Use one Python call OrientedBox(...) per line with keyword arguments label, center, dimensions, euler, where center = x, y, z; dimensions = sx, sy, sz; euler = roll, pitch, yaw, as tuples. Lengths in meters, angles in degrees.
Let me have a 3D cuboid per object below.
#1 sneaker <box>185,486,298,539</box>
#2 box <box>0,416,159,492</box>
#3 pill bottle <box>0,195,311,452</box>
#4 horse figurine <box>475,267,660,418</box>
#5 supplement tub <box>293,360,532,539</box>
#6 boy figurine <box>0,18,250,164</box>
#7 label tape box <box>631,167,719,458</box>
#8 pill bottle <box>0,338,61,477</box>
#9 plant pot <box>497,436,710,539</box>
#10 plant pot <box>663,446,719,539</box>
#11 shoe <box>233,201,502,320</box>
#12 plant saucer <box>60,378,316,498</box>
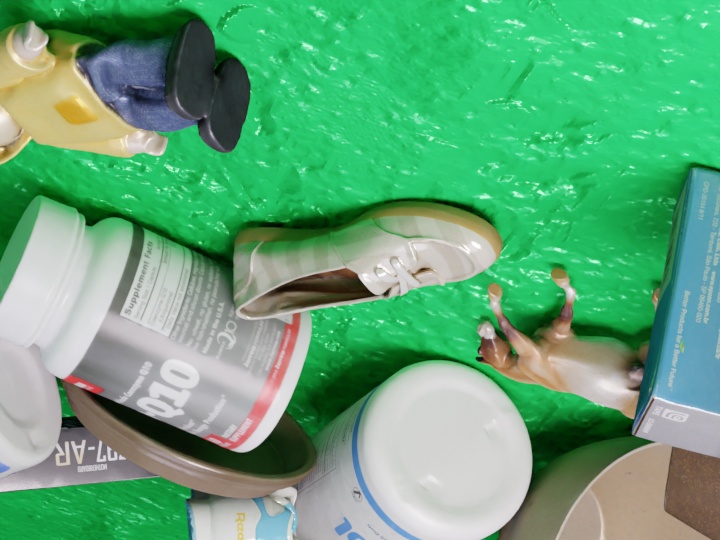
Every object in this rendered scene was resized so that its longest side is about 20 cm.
OrientedBox(label="sneaker", center=(-0.087, 0.186, 1.383), dimensions=(0.080, 0.077, 0.200), euler=(-3, -174, -3))
OrientedBox(label="box", center=(-0.229, 0.138, 1.444), dimensions=(0.159, 0.044, 0.200), euler=(-3, 178, -22))
OrientedBox(label="pill bottle", center=(-0.144, 0.035, 1.246), dimensions=(0.199, 0.114, 0.114), euler=(24, 152, -17))
OrientedBox(label="horse figurine", center=(0.160, 0.053, 1.189), dimensions=(0.199, 0.050, 0.133), euler=(10, 148, 16))
OrientedBox(label="supplement tub", center=(0.028, 0.154, 1.365), dimensions=(0.131, 0.132, 0.200), euler=(22, 152, -13))
OrientedBox(label="boy figurine", center=(-0.166, -0.100, 1.057), dimensions=(0.199, 0.065, 0.124), euler=(-3, 151, 27))
OrientedBox(label="label tape box", center=(0.258, 0.039, 1.000), dimensions=(0.199, 0.145, 0.063), euler=(14, 153, 4))
OrientedBox(label="pill bottle", center=(-0.318, 0.107, 1.286), dimensions=(0.199, 0.114, 0.114), euler=(-19, 141, 19))
OrientedBox(label="plant pot", center=(0.175, 0.209, 1.352), dimensions=(0.200, 0.201, 0.134), euler=(32, 170, -30))
OrientedBox(label="plant pot", center=(0.284, 0.114, 1.088), dimensions=(0.199, 0.188, 0.187), euler=(10, 153, 13))
OrientedBox(label="shoe", center=(0.000, 0.000, 1.168), dimensions=(0.199, 0.054, 0.070), euler=(-6, 147, 36))
OrientedBox(label="plant saucer", center=(-0.126, 0.105, 1.331), dimensions=(0.199, 0.030, 0.200), euler=(24, -165, -7))
